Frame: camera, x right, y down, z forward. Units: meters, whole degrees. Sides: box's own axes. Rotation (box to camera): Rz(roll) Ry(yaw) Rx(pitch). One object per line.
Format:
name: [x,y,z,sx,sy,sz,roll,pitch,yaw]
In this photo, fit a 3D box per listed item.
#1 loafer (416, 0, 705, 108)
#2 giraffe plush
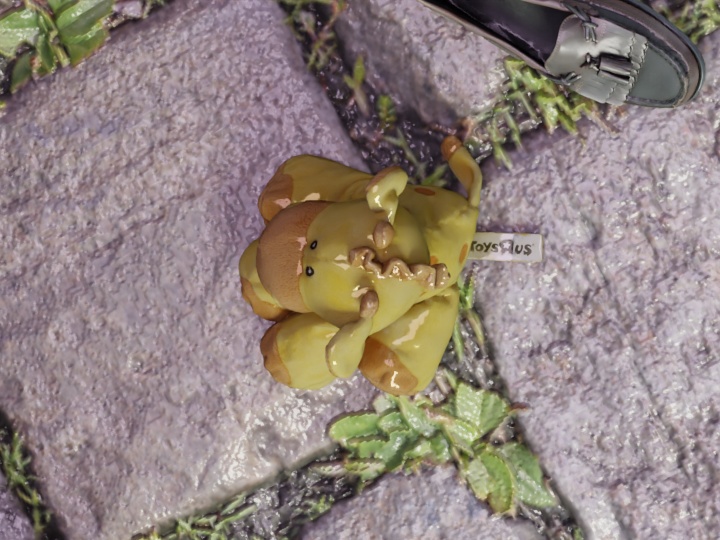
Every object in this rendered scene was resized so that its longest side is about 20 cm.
loafer: [0.117,-0.149,1.552,0.200,0.063,0.072,28,127,16]
giraffe plush: [0.000,0.000,1.552,0.200,0.162,0.173,-15,89,18]
